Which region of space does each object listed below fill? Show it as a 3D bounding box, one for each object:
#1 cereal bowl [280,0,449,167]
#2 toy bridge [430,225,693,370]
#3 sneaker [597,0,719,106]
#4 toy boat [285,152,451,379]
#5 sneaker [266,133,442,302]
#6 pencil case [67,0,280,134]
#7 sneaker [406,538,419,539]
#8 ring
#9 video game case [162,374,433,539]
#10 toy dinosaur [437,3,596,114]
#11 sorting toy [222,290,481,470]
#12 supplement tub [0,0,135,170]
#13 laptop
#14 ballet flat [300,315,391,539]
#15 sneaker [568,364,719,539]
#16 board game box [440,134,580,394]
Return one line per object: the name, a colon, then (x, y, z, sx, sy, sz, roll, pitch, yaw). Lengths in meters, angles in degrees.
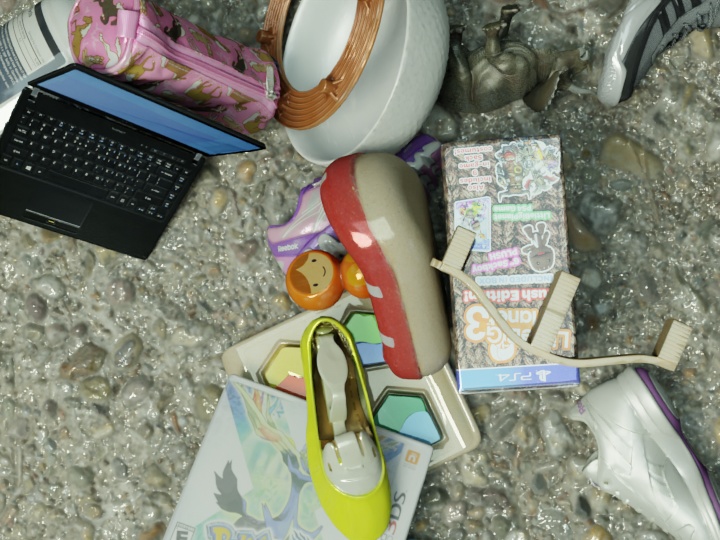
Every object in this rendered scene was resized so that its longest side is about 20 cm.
cereal bowl: (0.013, -0.185, 0.836, 0.083, 0.200, 0.201, 8, 88, -35)
toy bridge: (0.145, 0.033, 0.711, 0.199, 0.027, 0.068, 23, 90, 3)
sneaker: (0.297, -0.225, 0.842, 0.113, 0.075, 0.201, 26, 86, 9)
toy boat: (0.000, 0.000, 0.785, 0.130, 0.131, 0.201, -10, 127, 8)
sneaker: (-0.010, -0.063, 0.873, 0.200, 0.081, 0.089, -43, 65, -1)
pencil case: (-0.150, -0.175, 0.787, 0.086, 0.200, 0.083, -29, 68, 26)
sneaker: (0.067, 0.345, 0.846, 0.076, 0.081, 0.201, -21, 66, 6)
ring: (-0.043, -0.226, 0.837, 0.019, 0.200, 0.202, 9, 88, -34)
video game case: (-0.056, 0.208, 0.824, 0.199, 0.022, 0.183, 19, 69, 4)
toy dinosaur: (0.109, -0.181, 0.860, 0.199, 0.077, 0.103, -7, 120, 19)
sorting toy: (-0.011, 0.121, 0.880, 0.199, 0.036, 0.186, -26, 85, 4)
supplement tub: (-0.287, -0.167, 0.870, 0.199, 0.140, 0.141, -30, 85, 4)
laptop: (-0.211, -0.082, 0.805, 0.177, 0.103, 0.200, 20, 117, -35)
ballet flat: (-0.017, 0.132, 0.809, 0.066, 0.067, 0.201, -9, 70, -8)
sneaker: (0.261, 0.190, 0.841, 0.099, 0.075, 0.201, -30, 80, 18)
board game box: (0.125, -0.002, 0.810, 0.096, 0.159, 0.201, -4, 86, 6)
